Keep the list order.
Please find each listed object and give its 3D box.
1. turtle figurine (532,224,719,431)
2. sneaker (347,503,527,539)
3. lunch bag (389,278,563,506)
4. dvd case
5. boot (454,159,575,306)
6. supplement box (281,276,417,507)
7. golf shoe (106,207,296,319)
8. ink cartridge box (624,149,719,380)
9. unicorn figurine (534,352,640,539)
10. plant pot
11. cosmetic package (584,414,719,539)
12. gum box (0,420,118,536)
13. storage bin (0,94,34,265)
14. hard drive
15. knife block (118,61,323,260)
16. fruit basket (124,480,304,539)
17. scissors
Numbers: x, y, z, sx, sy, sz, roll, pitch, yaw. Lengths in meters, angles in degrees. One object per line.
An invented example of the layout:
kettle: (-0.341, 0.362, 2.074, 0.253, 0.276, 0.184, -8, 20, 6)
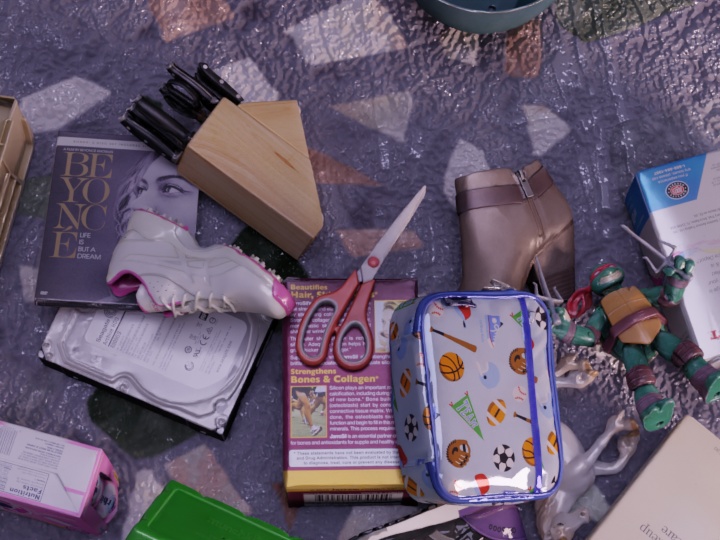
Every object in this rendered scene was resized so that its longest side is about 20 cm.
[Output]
turtle figurine: (0.256, 0.045, 1.466, 0.149, 0.101, 0.201, -34, 60, 7)
sneaker: (0.060, 0.266, 1.446, 0.198, 0.076, 0.088, -20, 79, -7)
lunch bag: (0.109, 0.110, 1.410, 0.159, 0.075, 0.202, 2, 80, -27)
dvd case: (-0.234, -0.050, 1.542, 0.147, 0.016, 0.202, 3, 57, -4)
boot: (0.122, -0.022, 1.527, 0.199, 0.070, 0.147, -18, 88, -27)
supplement box: (-0.009, 0.116, 1.476, 0.129, 0.103, 0.202, 0, 72, 0)
golf shoe: (-0.150, 0.015, 1.453, 0.199, 0.075, 0.092, 22, 68, 30)
ink cartridge box: (0.359, -0.009, 1.531, 0.143, 0.085, 0.202, -14, 72, -5)
unicorn figurine: (0.194, 0.170, 1.485, 0.137, 0.074, 0.200, -36, 61, 0)
plant pot: (0.124, -0.322, 1.602, 0.198, 0.135, 0.202, 0, 71, -1)
cosmetic package: (0.276, 0.246, 1.454, 0.103, 0.073, 0.200, 38, 74, 10)
gum box: (-0.321, 0.183, 1.444, 0.198, 0.114, 0.067, 15, 72, 5)
storage bin: (-0.445, -0.083, 1.540, 0.198, 0.094, 0.200, 12, 72, 3)
hard drive: (-0.195, 0.063, 1.526, 0.198, 0.038, 0.141, 22, 73, 7)
knife block: (-0.140, -0.107, 1.544, 0.174, 0.064, 0.202, -7, 72, -19)
fruit basket: (-0.145, 0.323, 1.409, 0.213, 0.156, 0.218, 6, 113, 15)
scissors: (0.000, 0.000, 1.452, 0.073, 0.014, 0.202, 17, 73, 7)
